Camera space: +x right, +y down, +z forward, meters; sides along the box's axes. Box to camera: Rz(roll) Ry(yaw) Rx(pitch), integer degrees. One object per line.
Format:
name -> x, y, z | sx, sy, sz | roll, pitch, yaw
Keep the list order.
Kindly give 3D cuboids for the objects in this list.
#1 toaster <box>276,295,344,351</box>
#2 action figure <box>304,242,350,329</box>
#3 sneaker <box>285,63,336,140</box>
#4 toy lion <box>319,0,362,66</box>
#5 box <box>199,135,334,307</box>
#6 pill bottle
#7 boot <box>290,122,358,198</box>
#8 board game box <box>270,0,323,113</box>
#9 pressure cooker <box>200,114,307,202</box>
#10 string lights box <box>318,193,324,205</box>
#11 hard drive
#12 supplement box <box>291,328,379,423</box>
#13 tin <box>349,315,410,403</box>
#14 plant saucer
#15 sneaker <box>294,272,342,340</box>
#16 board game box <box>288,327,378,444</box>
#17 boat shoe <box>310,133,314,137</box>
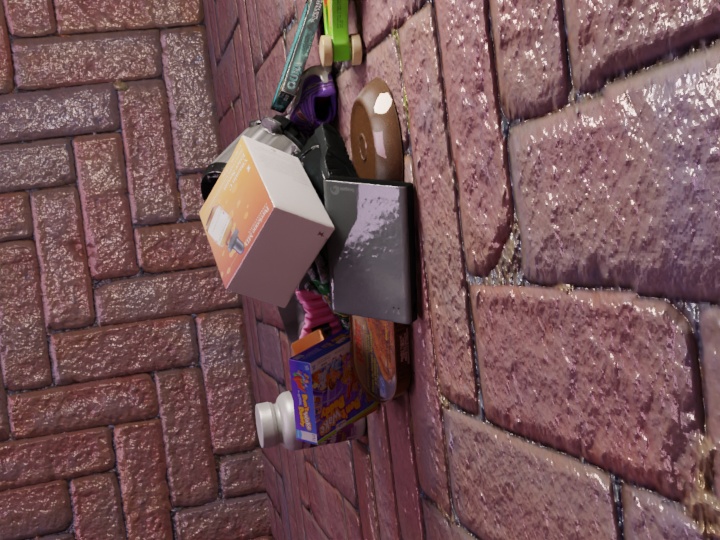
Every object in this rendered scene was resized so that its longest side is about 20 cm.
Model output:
toaster -> -0.107, 0.038, 1.902 | 0.201, 0.117, 0.183 | -113, 5, -52
action figure -> -0.051, 0.021, 1.570 | 0.117, 0.055, 0.201 | 21, 151, 47
sneaker -> -0.085, -0.279, 1.797 | 0.201, 0.079, 0.084 | 106, 147, -58
toy lion -> -0.041, -0.446, 1.567 | 0.193, 0.067, 0.203 | -106, 14, -57
box -> -0.144, -0.074, 1.476 | 0.153, 0.105, 0.201 | -56, 36, 22
pill bottle -> -0.097, 0.280, 1.893 | 0.112, 0.197, 0.114 | 172, 90, -76
boot -> -0.085, -0.126, 1.568 | 0.162, 0.073, 0.200 | -43, 36, 23
board game box -> -0.107, -0.387, 1.746 | 0.135, 0.028, 0.203 | 161, 127, -76
pressure cooker -> -0.169, -0.173, 1.793 | 0.179, 0.200, 0.175 | 49, 145, -14
string lights box -> -0.062, -0.098, 1.633 | 0.199, 0.059, 0.104 | 29, 90, 55
hard drive -> 0.015, -0.031, 1.438 | 0.138, 0.033, 0.203 | 8, 110, 31
supplement box -> -0.041, 0.183, 1.709 | 0.200, 0.068, 0.067 | 53, -168, -48
tin -> 0.029, 0.105, 1.538 | 0.111, 0.042, 0.203 | 17, 117, 45
plant saucer -> 0.018, -0.187, 1.501 | 0.200, 0.036, 0.204 | 173, 90, -77
sneaker -> -0.082, 0.056, 1.692 | 0.096, 0.078, 0.202 | -123, 27, -51
board game box -> -0.032, 0.175, 1.605 | 0.044, 0.199, 0.137 | 7, 110, 34
boat shoe -> -0.037, -0.148, 1.741 | 0.067, 0.056, 0.203 | -26, 74, 48
